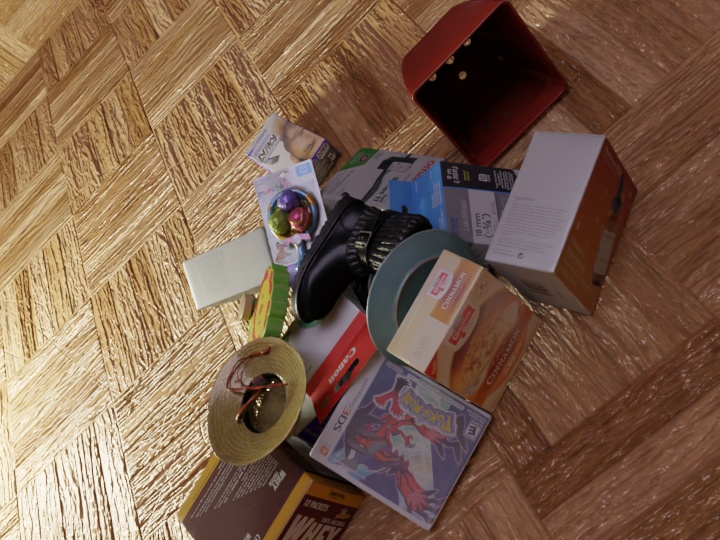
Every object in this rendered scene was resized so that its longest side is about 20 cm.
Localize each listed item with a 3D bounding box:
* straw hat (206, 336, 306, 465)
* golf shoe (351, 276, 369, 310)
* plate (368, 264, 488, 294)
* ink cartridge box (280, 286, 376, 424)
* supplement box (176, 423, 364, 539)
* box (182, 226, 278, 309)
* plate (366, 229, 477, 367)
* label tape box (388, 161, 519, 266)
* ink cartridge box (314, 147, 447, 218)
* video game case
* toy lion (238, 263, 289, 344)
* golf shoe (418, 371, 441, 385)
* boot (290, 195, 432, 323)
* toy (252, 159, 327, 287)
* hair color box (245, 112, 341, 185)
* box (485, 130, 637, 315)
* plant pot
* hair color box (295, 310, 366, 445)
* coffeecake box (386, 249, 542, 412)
[{"bbox_3d":[-0.131,0.202,1.066,0.200,0.085,0.202,-21,49,26],"label":"straw hat"},{"bbox_3d":[-0.023,0.045,1.239,0.094,0.077,0.201,3,67,58],"label":"golf shoe"},{"bbox_3d":[0.108,0.010,1.139,0.199,0.026,0.201,-15,45,15],"label":"plate"},{"bbox_3d":[-0.055,0.111,1.101,0.161,0.050,0.200,-54,25,12],"label":"ink cartridge box"},{"bbox_3d":[-0.141,0.363,1.108,0.199,0.133,0.198,29,86,44],"label":"supplement box"},{"bbox_3d":[-0.210,-0.008,1.346,0.199,0.124,0.098,-20,87,28],"label":"box"},{"bbox_3d":[0.097,0.043,1.003,0.026,0.200,0.201,26,84,55],"label":"plate"},{"bbox_3d":[0.148,-0.087,1.087,0.063,0.198,0.145,114,157,-58],"label":"label tape box"},{"bbox_3d":[0.045,-0.128,1.226,0.199,0.083,0.147,15,54,42],"label":"ink cartridge box"},{"bbox_3d":[0.056,0.235,1.024,0.199,0.023,0.183,30,86,8],"label":"video game case"},{"bbox_3d":[-0.157,0.096,1.174,0.192,0.068,0.202,144,135,-65],"label":"toy lion"},{"bbox_3d":[0.041,0.225,1.069,0.200,0.092,0.073,-49,46,4],"label":"golf shoe"},{"bbox_3d":[-0.001,-0.001,1.035,0.157,0.079,0.212,24,88,37],"label":"boot"},{"bbox_3d":[-0.115,-0.078,1.219,0.114,0.047,0.202,-17,87,14],"label":"toy"},{"bbox_3d":[-0.141,-0.240,1.478,0.200,0.065,0.110,34,89,42],"label":"hair color box"},{"bbox_3d":[0.280,-0.066,0.993,0.106,0.152,0.201,14,77,42],"label":"box"},{"bbox_3d":[0.182,-0.325,1.195,0.200,0.200,0.177,-44,35,11],"label":"plant pot"},{"bbox_3d":[-0.025,0.172,1.138,0.200,0.065,0.110,-47,32,15],"label":"hair color box"},{"bbox_3d":[0.148,0.087,0.983,0.073,0.200,0.154,27,85,43],"label":"coffeecake box"}]
